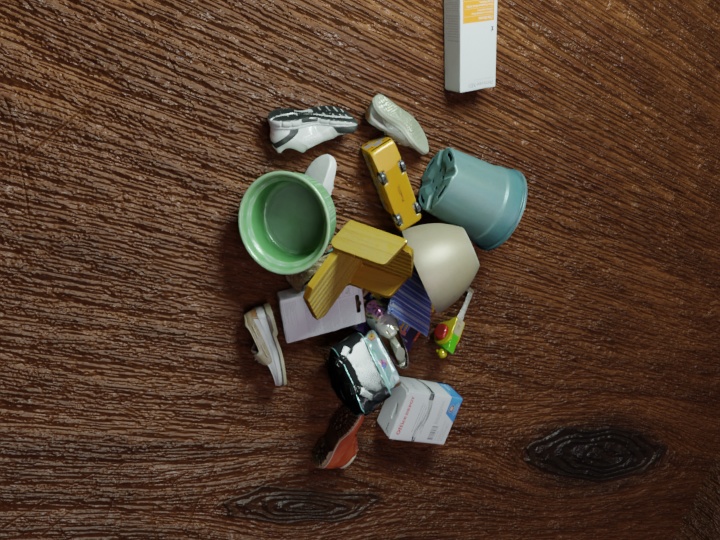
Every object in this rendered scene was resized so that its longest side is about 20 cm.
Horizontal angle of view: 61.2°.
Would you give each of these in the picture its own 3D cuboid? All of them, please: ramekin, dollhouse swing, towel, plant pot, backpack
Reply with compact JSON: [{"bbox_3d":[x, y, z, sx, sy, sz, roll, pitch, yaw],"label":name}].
[{"bbox_3d":[-0.142,-0.103,1.242,0.193,0.098,0.207,3,104,13],"label":"ramekin"},{"bbox_3d":[0.001,0.029,1.267,0.201,0.176,0.180,78,32,-67],"label":"dollhouse swing"},{"bbox_3d":[0.123,0.038,1.462,0.143,0.023,0.206,30,56,-36],"label":"towel"},{"bbox_3d":[0.191,-0.025,1.374,0.131,0.202,0.203,-25,122,8],"label":"plant pot"},{"bbox_3d":[0.251,-0.177,1.416,0.191,0.200,0.205,20,101,-24],"label":"plant pot"},{"bbox_3d":[0.001,0.248,1.449,0.150,0.201,0.179,-26,76,-23],"label":"backpack"}]

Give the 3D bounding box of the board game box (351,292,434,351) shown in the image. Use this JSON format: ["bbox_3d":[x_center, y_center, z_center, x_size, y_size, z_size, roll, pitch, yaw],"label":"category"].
[{"bbox_3d":[0.080,0.097,1.512,0.197,0.057,0.168,29,94,-33],"label":"board game box"}]

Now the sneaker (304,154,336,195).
[{"bbox_3d":[-0.087,-0.151,1.325,0.087,0.075,0.205,7,114,-41],"label":"sneaker"}]

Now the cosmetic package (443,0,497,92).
[{"bbox_3d":[0.241,-0.507,1.337,0.099,0.071,0.206,-15,117,-21],"label":"cosmetic package"}]

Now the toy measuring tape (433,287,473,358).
[{"bbox_3d":[0.242,0.137,1.621,0.073,0.073,0.205,33,71,-33],"label":"toy measuring tape"}]

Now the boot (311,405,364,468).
[{"bbox_3d":[-0.035,0.433,1.587,0.105,0.075,0.203,24,106,-35],"label":"boot"}]

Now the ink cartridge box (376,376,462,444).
[{"bbox_3d":[0.160,0.380,1.652,0.195,0.084,0.149,15,102,-32],"label":"ink cartridge box"}]

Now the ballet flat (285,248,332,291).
[{"bbox_3d":[-0.074,-0.013,1.376,0.196,0.070,0.067,-28,92,-5],"label":"ballet flat"}]

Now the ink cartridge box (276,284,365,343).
[{"bbox_3d":[-0.090,0.086,1.409,0.193,0.050,0.112,-13,116,-13],"label":"ink cartridge box"}]

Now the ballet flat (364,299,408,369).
[{"bbox_3d":[0.073,0.157,1.459,0.068,0.071,0.203,-32,121,-8],"label":"ballet flat"}]

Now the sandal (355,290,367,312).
[{"bbox_3d":[0.003,0.003,1.421,0.068,0.078,0.216,19,106,-37],"label":"sandal"}]

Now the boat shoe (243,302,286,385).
[{"bbox_3d":[-0.216,0.176,1.388,0.066,0.075,0.207,-15,110,-13],"label":"boat shoe"}]

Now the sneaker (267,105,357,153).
[{"bbox_3d":[-0.099,-0.291,1.262,0.193,0.074,0.082,-7,128,-20],"label":"sneaker"}]

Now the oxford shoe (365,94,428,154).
[{"bbox_3d":[0.082,-0.316,1.346,0.057,0.077,0.197,-28,141,34],"label":"oxford shoe"}]

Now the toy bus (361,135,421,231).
[{"bbox_3d":[0.071,-0.195,1.373,0.064,0.078,0.204,-31,121,-12],"label":"toy bus"}]
